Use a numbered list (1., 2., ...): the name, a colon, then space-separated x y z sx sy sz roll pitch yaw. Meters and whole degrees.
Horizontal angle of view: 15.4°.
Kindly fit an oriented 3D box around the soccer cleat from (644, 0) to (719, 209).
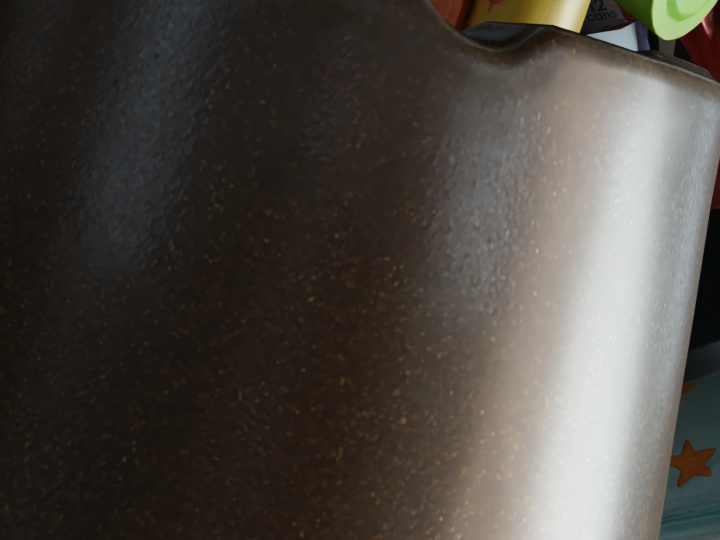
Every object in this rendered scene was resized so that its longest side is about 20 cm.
1. soccer cleat: 0.119 -0.052 0.782 0.085 0.069 0.200 -67 143 -55

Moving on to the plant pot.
1. plant pot: -0.021 0.041 0.529 0.200 0.200 0.199 4 100 -78

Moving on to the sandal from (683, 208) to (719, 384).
1. sandal: 0.022 0.012 0.731 0.045 0.200 0.075 53 35 -33

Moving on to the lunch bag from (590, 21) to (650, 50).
1. lunch bag: 0.102 -0.034 0.916 0.200 0.122 0.171 47 34 -55

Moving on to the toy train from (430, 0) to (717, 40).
1. toy train: 0.050 -0.101 0.689 0.085 0.116 0.200 -5 119 -54

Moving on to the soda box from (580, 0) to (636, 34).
1. soda box: 0.083 -0.162 0.839 0.070 0.063 0.200 56 47 -34

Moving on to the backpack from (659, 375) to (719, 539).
1. backpack: 0.126 0.098 0.765 0.200 0.177 0.151 56 30 -46
